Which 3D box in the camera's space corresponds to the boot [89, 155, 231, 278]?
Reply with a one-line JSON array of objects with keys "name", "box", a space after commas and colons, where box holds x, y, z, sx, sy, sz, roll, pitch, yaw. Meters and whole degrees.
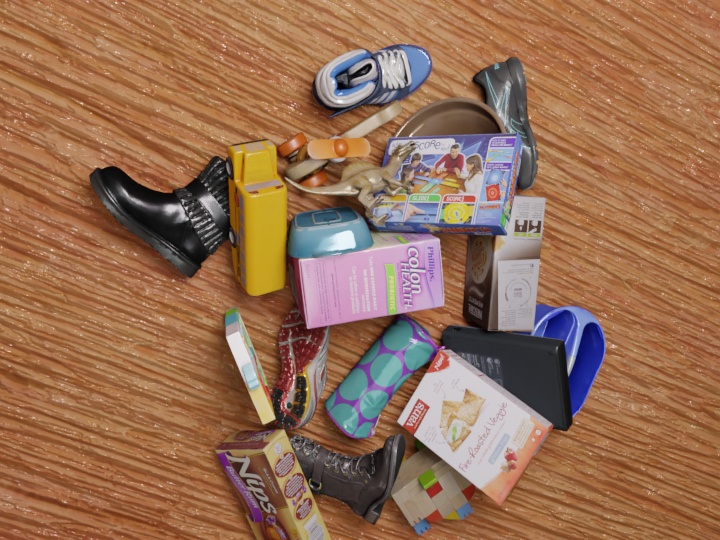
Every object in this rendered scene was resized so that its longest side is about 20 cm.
[{"name": "boot", "box": [-0.257, -0.110, 0.990, 0.158, 0.080, 0.211, -45, 119, 3]}]

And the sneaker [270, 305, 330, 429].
[{"name": "sneaker", "box": [-0.087, 0.141, 1.078, 0.076, 0.082, 0.205, 11, 82, 21]}]

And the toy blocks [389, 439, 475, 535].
[{"name": "toy blocks", "box": [0.134, 0.358, 1.151, 0.198, 0.100, 0.138, -34, 115, -4]}]

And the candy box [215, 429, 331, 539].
[{"name": "candy box", "box": [-0.132, 0.345, 1.070, 0.056, 0.115, 0.204, -37, 110, -47]}]

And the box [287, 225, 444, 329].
[{"name": "box", "box": [0.000, 0.000, 1.014, 0.195, 0.176, 0.099, -10, 103, -11]}]

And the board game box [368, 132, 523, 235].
[{"name": "board game box", "box": [0.117, -0.121, 0.967, 0.034, 0.196, 0.138, 38, 62, -54]}]

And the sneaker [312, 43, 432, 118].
[{"name": "sneaker", "box": [0.028, -0.277, 0.994, 0.196, 0.146, 0.082, -17, 102, -8]}]

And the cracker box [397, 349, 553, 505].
[{"name": "cracker box", "box": [0.171, 0.232, 1.058, 0.198, 0.057, 0.136, 34, 99, 24]}]

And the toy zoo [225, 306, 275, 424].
[{"name": "toy zoo", "box": [-0.158, 0.133, 0.990, 0.020, 0.200, 0.134, -22, 103, -7]}]

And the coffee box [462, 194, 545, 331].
[{"name": "coffee box", "box": [0.221, -0.016, 1.092, 0.078, 0.114, 0.205, 1, 98, -12]}]

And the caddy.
[{"name": "caddy", "box": [0.314, 0.152, 1.140, 0.139, 0.105, 0.204, 22, 93, -15]}]

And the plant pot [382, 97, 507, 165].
[{"name": "plant pot", "box": [0.137, -0.147, 1.045, 0.202, 0.200, 0.092, -54, 145, 1]}]

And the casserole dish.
[{"name": "casserole dish", "box": [-0.047, -0.058, 0.984, 0.118, 0.200, 0.040, -8, 105, -4]}]

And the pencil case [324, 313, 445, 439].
[{"name": "pencil case", "box": [0.036, 0.166, 1.096, 0.092, 0.085, 0.201, 40, 89, 1]}]

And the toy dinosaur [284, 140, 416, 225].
[{"name": "toy dinosaur", "box": [0.003, -0.112, 0.952, 0.197, 0.102, 0.059, -23, 145, -21]}]

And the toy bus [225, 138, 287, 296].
[{"name": "toy bus", "box": [-0.141, -0.072, 0.958, 0.064, 0.078, 0.204, -14, 129, -25]}]

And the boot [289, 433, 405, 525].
[{"name": "boot", "box": [-0.032, 0.294, 1.057, 0.171, 0.069, 0.203, 24, 124, 8]}]

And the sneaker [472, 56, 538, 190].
[{"name": "sneaker", "box": [0.229, -0.224, 1.094, 0.077, 0.075, 0.205, -12, 95, 4]}]

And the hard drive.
[{"name": "hard drive", "box": [0.225, 0.164, 1.080, 0.033, 0.197, 0.143, -30, 116, -44]}]

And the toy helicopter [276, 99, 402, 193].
[{"name": "toy helicopter", "box": [-0.023, -0.189, 1.005, 0.198, 0.132, 0.080, -33, 103, -5]}]
